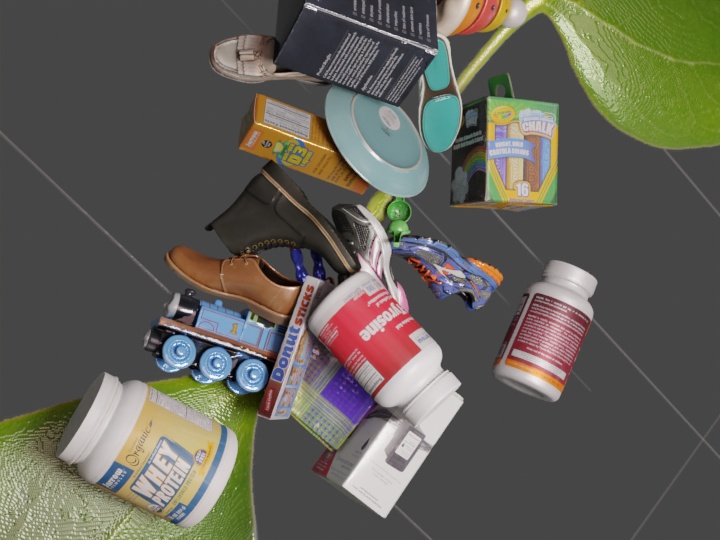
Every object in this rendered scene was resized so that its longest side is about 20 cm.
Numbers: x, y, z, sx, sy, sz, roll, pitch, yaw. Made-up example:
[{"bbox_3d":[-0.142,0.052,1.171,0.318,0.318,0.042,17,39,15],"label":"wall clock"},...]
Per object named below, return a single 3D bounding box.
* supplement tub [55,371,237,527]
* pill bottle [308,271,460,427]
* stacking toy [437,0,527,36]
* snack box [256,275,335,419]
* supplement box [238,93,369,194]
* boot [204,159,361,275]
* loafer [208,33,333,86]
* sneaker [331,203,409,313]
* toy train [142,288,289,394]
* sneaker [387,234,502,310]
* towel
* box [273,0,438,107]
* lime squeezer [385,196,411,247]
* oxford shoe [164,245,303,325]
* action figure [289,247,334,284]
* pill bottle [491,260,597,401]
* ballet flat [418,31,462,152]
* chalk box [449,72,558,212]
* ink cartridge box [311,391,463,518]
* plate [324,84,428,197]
[{"bbox_3d":[-0.278,0.233,1.303,0.200,0.145,0.145,31,78,-17],"label":"supplement tub"},{"bbox_3d":[0.034,0.106,1.321,0.112,0.112,0.200,-40,78,-17],"label":"pill bottle"},{"bbox_3d":[0.181,-0.414,1.523,0.200,0.146,0.146,1,88,-38],"label":"stacking toy"},{"bbox_3d":[-0.087,0.107,1.369,0.024,0.072,0.200,19,89,17],"label":"snack box"},{"bbox_3d":[-0.071,-0.180,1.424,0.200,0.067,0.069,20,48,-18],"label":"supplement box"},{"bbox_3d":[-0.107,-0.037,1.385,0.138,0.077,0.200,-42,72,2],"label":"boot"},{"bbox_3d":[-0.114,-0.305,1.424,0.200,0.063,0.072,1,89,-21],"label":"loafer"},{"bbox_3d":[0.000,0.000,1.442,0.086,0.080,0.200,-28,97,-32],"label":"sneaker"},{"bbox_3d":[-0.196,0.099,1.374,0.200,0.087,0.114,20,73,-18],"label":"toy train"},{"bbox_3d":[0.122,0.002,1.502,0.200,0.075,0.079,24,84,-17],"label":"sneaker"},{"bbox_3d":[-0.026,0.139,1.406,0.144,0.023,0.200,41,96,6],"label":"towel"},{"bbox_3d":[-0.006,-0.364,1.394,0.196,0.124,0.200,17,51,-21],"label":"box"},{"bbox_3d":[0.060,-0.082,1.468,0.038,0.071,0.200,16,45,-8],"label":"lime squeezer"},{"bbox_3d":[-0.171,0.002,1.369,0.200,0.071,0.071,22,115,-2],"label":"oxford shoe"},{"bbox_3d":[-0.069,0.025,1.438,0.065,0.052,0.200,-12,95,-8],"label":"action figure"},{"bbox_3d":[0.290,0.092,1.540,0.113,0.113,0.200,29,79,-18],"label":"pill bottle"},{"bbox_3d":[0.113,-0.275,1.494,0.069,0.069,0.200,-27,132,-19],"label":"ballet flat"},{"bbox_3d":[0.218,-0.196,1.515,0.124,0.125,0.200,3,89,-21],"label":"chalk box"},{"bbox_3d":[0.038,0.236,1.422,0.083,0.145,0.200,40,76,-14],"label":"ink cartridge box"},{"bbox_3d":[0.032,-0.197,1.439,0.200,0.026,0.200,26,47,-31],"label":"plate"}]
